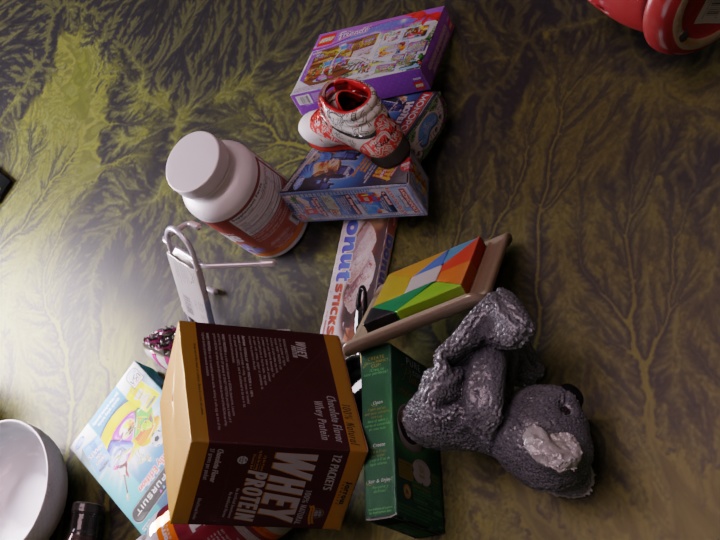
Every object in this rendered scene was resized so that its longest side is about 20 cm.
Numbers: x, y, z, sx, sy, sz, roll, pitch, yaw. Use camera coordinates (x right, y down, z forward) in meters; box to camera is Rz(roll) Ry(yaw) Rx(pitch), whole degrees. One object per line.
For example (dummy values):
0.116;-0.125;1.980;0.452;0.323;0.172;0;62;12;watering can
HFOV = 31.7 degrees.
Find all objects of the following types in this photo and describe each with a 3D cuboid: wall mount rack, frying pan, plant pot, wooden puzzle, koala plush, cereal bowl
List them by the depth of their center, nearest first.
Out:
0.168;0.162;1.359;0.184;0.178;0.200;-45;66;-8;koala plush
0.353;-0.363;1.453;0.200;0.200;0.183;-42;57;10;plant pot
0.078;0.020;1.475;0.184;0.200;0.037;-23;103;24;wooden puzzle
-0.010;0.127;1.558;0.115;0.031;0.191;-33;54;35;frying pan
-0.181;0.021;1.659;0.074;0.201;0.173;-35;44;-29;wall mount rack
-0.479;0.313;1.752;0.199;0.083;0.201;-13;64;28;cereal bowl

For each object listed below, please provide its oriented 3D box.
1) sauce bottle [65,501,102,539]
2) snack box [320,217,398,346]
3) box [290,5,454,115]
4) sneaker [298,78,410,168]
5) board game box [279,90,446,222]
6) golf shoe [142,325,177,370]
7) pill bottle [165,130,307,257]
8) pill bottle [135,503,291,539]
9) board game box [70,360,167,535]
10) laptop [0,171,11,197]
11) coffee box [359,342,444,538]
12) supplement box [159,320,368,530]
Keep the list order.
-0.375;0.406;1.659;0.066;0.066;0.201;-9;66;29;sauce bottle
0.000;0.000;1.624;0.071;0.024;0.201;0;70;34;snack box
0.017;-0.281;1.696;0.199;0.039;0.137;-7;43;30;box
-0.028;-0.199;1.587;0.067;0.108;0.201;-48;40;-15;sneaker
0.028;-0.141;1.623;0.199;0.062;0.200;14;61;43;board game box
-0.208;0.133;1.657;0.199;0.072;0.093;17;121;33;golf shoe
-0.162;-0.101;1.659;0.112;0.200;0.113;-13;63;27;pill bottle
-0.186;0.318;1.547;0.200;0.113;0.113;-37;55;13;pill bottle
-0.281;0.239;1.683;0.200;0.047;0.151;38;92;37;board game box
-0.699;-0.118;2.064;0.177;0.103;0.201;35;90;37;laptop
0.047;0.196;1.450;0.044;0.123;0.201;-15;64;26;coffee box
-0.117;0.179;1.460;0.198;0.199;0.133;-107;28;-50;supplement box
